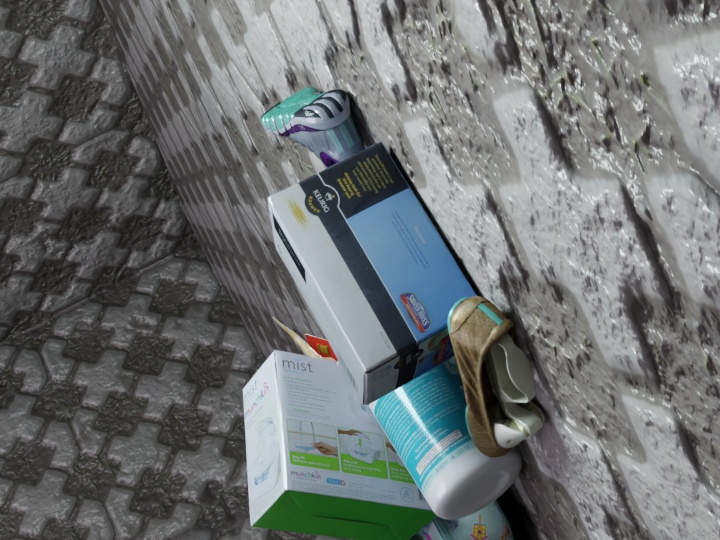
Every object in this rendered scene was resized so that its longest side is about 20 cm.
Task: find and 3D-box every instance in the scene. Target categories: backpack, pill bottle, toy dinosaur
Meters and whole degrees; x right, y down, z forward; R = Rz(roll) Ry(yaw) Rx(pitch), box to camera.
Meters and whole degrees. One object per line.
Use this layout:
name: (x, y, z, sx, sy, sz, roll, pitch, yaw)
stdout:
backpack: (0.119, 0.325, 1.346, 0.176, 0.152, 0.202, -125, 19, -60)
pill bottle: (0.080, 0.160, 1.223, 0.201, 0.110, 0.111, 56, 168, 31)
toy dinosaur: (-0.042, 0.144, 1.458, 0.200, 0.058, 0.102, 50, 149, 29)

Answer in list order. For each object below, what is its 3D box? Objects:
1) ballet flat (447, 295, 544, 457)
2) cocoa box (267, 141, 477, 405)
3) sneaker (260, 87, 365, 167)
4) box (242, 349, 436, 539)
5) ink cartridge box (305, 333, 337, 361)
ballet flat: (0.131, 0.110, 1.027, 0.072, 0.068, 0.201, 24, 141, 42)
cocoa box: (0.013, 0.004, 1.109, 0.201, 0.130, 0.134, 59, 169, 18)
sneaker: (-0.050, -0.144, 1.219, 0.088, 0.074, 0.200, 61, 170, -18)
box: (-0.023, 0.201, 1.277, 0.097, 0.198, 0.178, -50, 38, 41)
ink cartridge box: (0.017, 0.173, 1.470, 0.198, 0.050, 0.163, 15, 143, 25)
